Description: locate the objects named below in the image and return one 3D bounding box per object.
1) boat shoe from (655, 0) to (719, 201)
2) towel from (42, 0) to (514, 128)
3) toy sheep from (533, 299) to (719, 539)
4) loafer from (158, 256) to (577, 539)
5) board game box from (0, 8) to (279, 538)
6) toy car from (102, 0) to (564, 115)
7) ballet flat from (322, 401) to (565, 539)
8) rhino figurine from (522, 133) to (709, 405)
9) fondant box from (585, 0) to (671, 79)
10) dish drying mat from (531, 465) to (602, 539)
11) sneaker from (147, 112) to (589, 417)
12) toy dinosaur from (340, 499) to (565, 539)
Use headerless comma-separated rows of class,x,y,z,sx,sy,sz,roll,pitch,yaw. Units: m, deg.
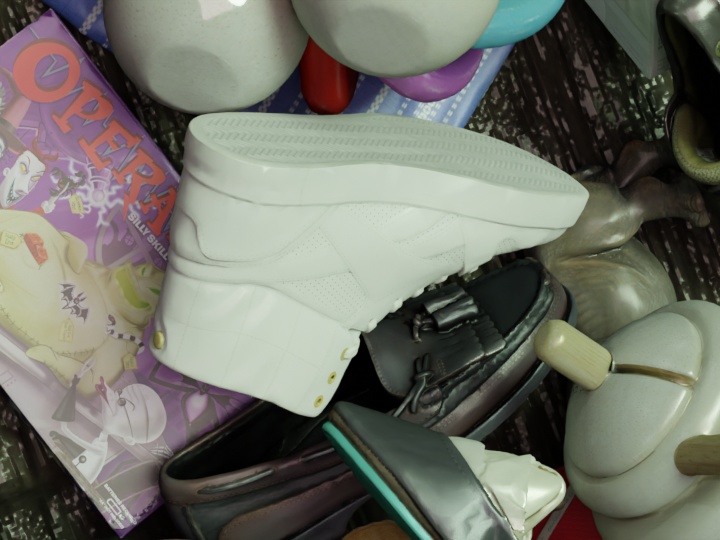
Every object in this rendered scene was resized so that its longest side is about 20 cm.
boat shoe,0.159,-0.062,0.875,0.065,0.073,0.201,-34,135,-11
towel,-0.028,-0.128,0.937,0.199,0.024,0.145,33,82,-8
toy sheep,0.151,0.074,0.846,0.200,0.138,0.138,39,80,-20
loafer,0.003,0.056,0.889,0.199,0.072,0.063,-38,122,-3
board game box,-0.121,0.002,0.910,0.120,0.032,0.201,-39,95,-15
toy car,-0.002,-0.130,0.855,0.198,0.150,0.176,-9,50,25
ballet flat,0.067,0.120,0.829,0.073,0.073,0.201,-36,82,-11
rhino figurine,0.132,0.043,0.940,0.087,0.060,0.202,-17,91,10
fondant box,0.105,-0.199,0.856,0.058,0.201,0.145,-26,57,-12
dish drying mat,0.092,0.179,0.883,0.018,0.076,0.202,32,45,-45
sneaker,0.000,0.000,0.858,0.199,0.074,0.116,1,115,-37
toy dinosaur,0.009,0.161,0.887,0.199,0.058,0.102,-28,75,-2
